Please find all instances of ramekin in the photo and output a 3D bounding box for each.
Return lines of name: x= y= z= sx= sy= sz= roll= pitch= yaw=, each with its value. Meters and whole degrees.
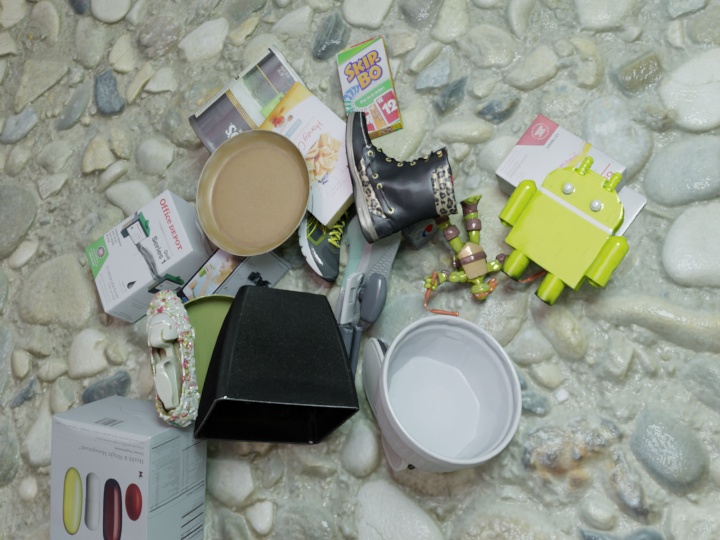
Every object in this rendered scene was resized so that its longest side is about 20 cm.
ramekin: x=0.111 y=0.177 z=0.917 sx=0.194 sy=0.106 sz=0.205 roll=7 pitch=59 yaw=-11

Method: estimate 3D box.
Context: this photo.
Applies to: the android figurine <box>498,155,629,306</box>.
android figurine: x=0.285 y=-0.059 z=0.936 sx=0.181 sy=0.041 sz=0.202 roll=39 pitch=101 yaw=26

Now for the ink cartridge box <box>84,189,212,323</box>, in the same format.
ink cartridge box: x=-0.380 y=-0.027 z=1.213 sx=0.198 sy=0.084 sz=0.148 roll=-34 pitch=65 yaw=7

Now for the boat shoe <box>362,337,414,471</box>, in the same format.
boat shoe: x=0.054 y=0.193 z=0.995 sx=0.059 sy=0.075 sz=0.204 roll=-1 pitch=53 yaw=-25

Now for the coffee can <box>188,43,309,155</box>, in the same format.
coffee can: x=-0.185 y=-0.276 z=1.190 sx=0.199 sy=0.146 sz=0.147 roll=-40 pitch=64 yaw=3

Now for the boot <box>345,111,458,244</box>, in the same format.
boot: x=0.058 y=-0.152 z=0.987 sx=0.146 sy=0.073 sz=0.206 roll=-12 pitch=72 yaw=12

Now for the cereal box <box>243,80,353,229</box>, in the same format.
cereal box: x=-0.076 y=-0.187 z=1.084 sx=0.199 sy=0.039 sz=0.145 roll=42 pitch=93 yaw=15

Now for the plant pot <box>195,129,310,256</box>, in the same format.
plant pot: x=-0.167 y=-0.121 z=1.059 sx=0.194 sy=0.027 sz=0.206 roll=-3 pitch=79 yaw=14

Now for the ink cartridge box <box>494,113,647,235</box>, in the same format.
ink cartridge box: x=0.314 y=-0.128 z=1.000 sx=0.199 sy=0.067 sz=0.117 roll=39 pitch=90 yaw=25

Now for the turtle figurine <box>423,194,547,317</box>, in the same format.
turtle figurine: x=0.175 y=-0.026 z=1.015 sx=0.195 sy=0.064 sz=0.166 roll=-16 pitch=88 yaw=1

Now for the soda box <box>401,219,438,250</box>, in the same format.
soda box: x=0.044 y=-0.128 z=1.100 sx=0.063 sy=0.068 sz=0.200 roll=-44 pitch=63 yaw=0

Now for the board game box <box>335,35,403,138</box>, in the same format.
board game box: x=0.013 y=-0.332 z=1.204 sx=0.093 sy=0.030 sz=0.205 roll=-16 pitch=66 yaw=14

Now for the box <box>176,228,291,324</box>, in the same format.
box: x=-0.220 y=0.029 z=1.121 sx=0.200 sy=0.117 sz=0.060 roll=-47 pitch=61 yaw=1

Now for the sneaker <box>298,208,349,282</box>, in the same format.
sneaker: x=-0.056 y=-0.082 z=1.112 sx=0.083 sy=0.074 sz=0.205 roll=-21 pitch=66 yaw=22

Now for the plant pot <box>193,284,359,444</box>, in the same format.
plant pot: x=-0.126 y=0.135 z=0.973 sx=0.194 sy=0.200 sz=0.182 roll=7 pitch=62 yaw=-20

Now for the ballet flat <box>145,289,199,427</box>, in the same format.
ballet flat: x=-0.275 y=0.124 z=0.968 sx=0.074 sy=0.064 sz=0.205 roll=-18 pitch=78 yaw=12

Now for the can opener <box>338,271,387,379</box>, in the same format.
can opener: x=-0.012 y=0.100 z=1.011 sx=0.065 sy=0.052 sz=0.206 roll=22 pitch=106 yaw=34

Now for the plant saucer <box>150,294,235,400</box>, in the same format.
plant saucer: x=-0.236 y=0.129 z=1.072 sx=0.200 sy=0.200 sz=0.031 roll=-45 pitch=28 yaw=0

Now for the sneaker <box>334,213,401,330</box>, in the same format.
sneaker: x=0.000 y=0.000 z=1.087 sx=0.205 sy=0.072 sz=0.118 roll=-68 pitch=24 yaw=12

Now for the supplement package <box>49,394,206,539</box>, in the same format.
supplement package: x=-0.351 y=0.318 z=1.021 sx=0.186 sy=0.146 sz=0.206 roll=4 pitch=94 yaw=22
